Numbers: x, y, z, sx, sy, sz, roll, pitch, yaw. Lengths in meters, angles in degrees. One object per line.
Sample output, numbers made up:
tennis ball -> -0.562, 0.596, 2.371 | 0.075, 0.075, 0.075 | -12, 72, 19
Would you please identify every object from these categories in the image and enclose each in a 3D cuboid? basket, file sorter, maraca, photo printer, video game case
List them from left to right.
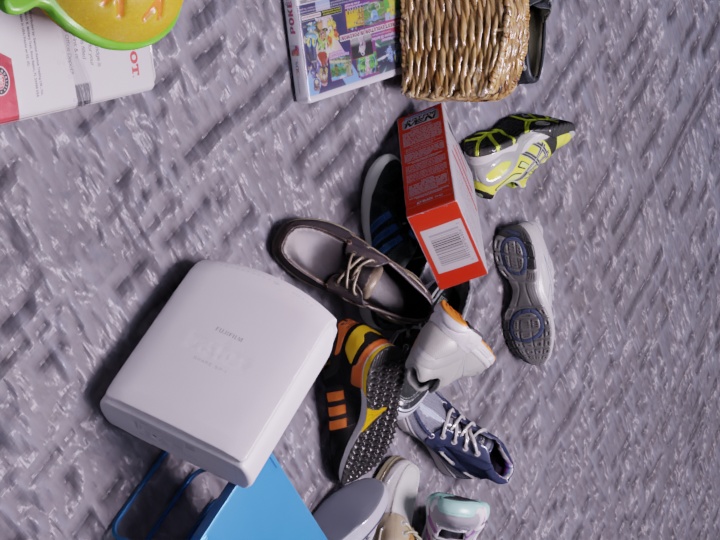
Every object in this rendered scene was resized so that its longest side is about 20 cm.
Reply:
maraca -> -0.214, -0.242, 1.086 | 0.199, 0.106, 0.139 | 3, 77, -47
photo printer -> -0.126, 0.087, 1.334 | 0.201, 0.165, 0.070 | -57, 163, -30
file sorter -> -0.130, 0.278, 1.382 | 0.139, 0.122, 0.201 | -55, 133, -33
video game case -> -0.015, -0.293, 1.549 | 0.199, 0.023, 0.184 | -26, 114, -50
basket -> 0.135, -0.297, 1.629 | 0.149, 0.142, 0.202 | -11, 101, -62

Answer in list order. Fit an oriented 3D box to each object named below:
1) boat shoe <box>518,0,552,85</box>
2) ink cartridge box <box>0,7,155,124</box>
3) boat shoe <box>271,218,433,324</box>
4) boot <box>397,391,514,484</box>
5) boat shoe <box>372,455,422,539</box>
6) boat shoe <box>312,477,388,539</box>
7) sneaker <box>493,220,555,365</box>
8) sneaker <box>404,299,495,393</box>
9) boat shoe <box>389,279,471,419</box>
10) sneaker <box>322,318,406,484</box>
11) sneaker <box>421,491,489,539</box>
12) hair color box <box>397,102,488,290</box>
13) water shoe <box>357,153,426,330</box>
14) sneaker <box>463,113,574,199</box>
boat shoe -> 0.220, -0.335, 1.821 | 0.075, 0.060, 0.202 | 12, 85, -53
ink cartridge box -> -0.275, -0.205, 1.164 | 0.199, 0.083, 0.146 | -22, 111, -49
boat shoe -> 0.000, 0.000, 1.510 | 0.199, 0.073, 0.075 | 24, 87, -24
boot -> 0.117, 0.193, 1.723 | 0.200, 0.090, 0.073 | 50, 56, -43
boat shoe -> 0.038, 0.319, 1.653 | 0.075, 0.068, 0.202 | 37, 64, -47
boat shoe -> -0.027, 0.328, 1.564 | 0.202, 0.074, 0.086 | -51, 134, -31
sneaker -> 0.234, 0.028, 1.878 | 0.087, 0.074, 0.202 | -29, 117, -53
sneaker -> 0.089, 0.095, 1.549 | 0.092, 0.076, 0.200 | -48, 161, -1
boat shoe -> 0.081, 0.085, 1.662 | 0.073, 0.068, 0.200 | 40, 56, -10
sneaker -> -0.008, 0.144, 1.574 | 0.070, 0.090, 0.201 | -19, 135, -37
sneaker -> 0.104, 0.345, 1.673 | 0.200, 0.077, 0.141 | 80, 21, -72
hair color box -> 0.092, -0.087, 1.602 | 0.201, 0.063, 0.111 | -91, 159, -52
water shoe -> 0.047, -0.032, 1.614 | 0.071, 0.078, 0.202 | -2, 96, -53
sneaker -> 0.203, -0.152, 1.823 | 0.199, 0.075, 0.077 | -22, 119, -38
